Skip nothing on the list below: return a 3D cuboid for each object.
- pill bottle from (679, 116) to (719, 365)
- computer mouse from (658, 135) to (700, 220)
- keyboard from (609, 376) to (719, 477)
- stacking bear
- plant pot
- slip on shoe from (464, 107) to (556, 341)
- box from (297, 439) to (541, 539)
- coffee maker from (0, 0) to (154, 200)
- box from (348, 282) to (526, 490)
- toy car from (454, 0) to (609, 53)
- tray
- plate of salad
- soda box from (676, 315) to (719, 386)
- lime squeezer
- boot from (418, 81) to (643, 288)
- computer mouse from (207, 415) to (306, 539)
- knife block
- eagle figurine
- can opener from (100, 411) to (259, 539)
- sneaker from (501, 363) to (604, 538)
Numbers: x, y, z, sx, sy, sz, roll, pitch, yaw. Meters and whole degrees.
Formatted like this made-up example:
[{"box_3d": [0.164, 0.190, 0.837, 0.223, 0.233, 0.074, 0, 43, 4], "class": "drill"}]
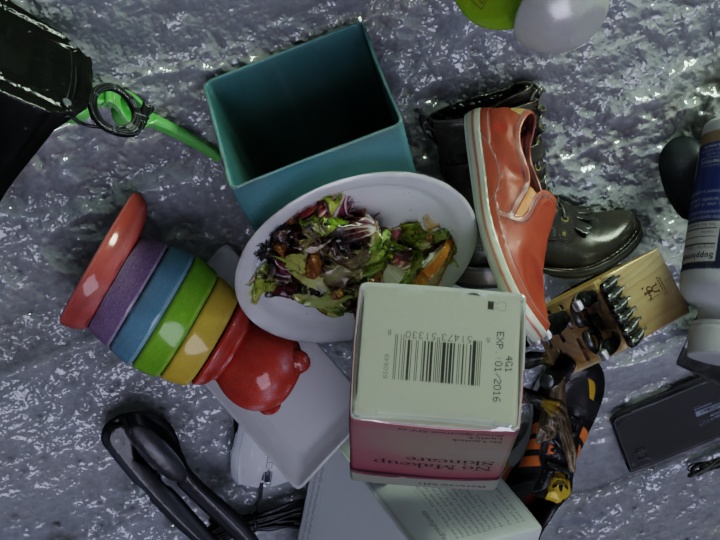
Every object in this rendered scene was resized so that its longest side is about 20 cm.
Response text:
[{"box_3d": [0.328, -0.021, 1.372, 0.110, 0.111, 0.201, 13, 81, -20], "class": "pill bottle"}, {"box_3d": [0.327, -0.030, 1.450, 0.059, 0.034, 0.200, -34, 90, 21], "class": "computer mouse"}, {"box_3d": [0.357, 0.152, 1.651, 0.199, 0.021, 0.128, -22, 120, 4], "class": "keyboard"}, {"box_3d": [-0.139, 0.046, 1.371, 0.199, 0.114, 0.122, 30, 115, -7], "class": "stacking bear"}, {"box_3d": [-0.022, -0.065, 1.348, 0.141, 0.142, 0.200, -20, 133, 2], "class": "plant pot"}, {"box_3d": [0.128, -0.042, 1.314, 0.061, 0.201, 0.074, -13, 160, 13], "class": "slip on shoe"}, {"box_3d": [0.045, 0.264, 1.532, 0.130, 0.200, 0.200, -9, 127, -30], "class": "box"}, {"box_3d": [-0.298, -0.091, 1.249, 0.192, 0.135, 0.200, 38, 123, -5], "class": "coffee maker"}, {"box_3d": [0.056, 0.095, 1.280, 0.127, 0.110, 0.200, 4, 160, 2], "class": "box"}, {"box_3d": [0.153, -0.271, 1.249, 0.150, 0.175, 0.200, -6, 135, -55], "class": "toy car"}, {"box_3d": [-0.083, 0.082, 1.434, 0.200, 0.022, 0.107, 47, 111, 13], "class": "tray"}, {"box_3d": [0.000, 0.000, 1.291, 0.199, 0.048, 0.201, -12, 142, -9], "class": "plate of salad"}, {"box_3d": [0.364, 0.011, 1.513, 0.071, 0.063, 0.201, 27, 120, 14], "class": "soda box"}, {"box_3d": [-0.206, -0.118, 1.328, 0.199, 0.038, 0.071, 2, 124, -15], "class": "lime squeezer"}, {"box_3d": [0.152, -0.079, 1.420, 0.199, 0.069, 0.175, -12, 118, -13], "class": "boot"}, {"box_3d": [-0.091, 0.180, 1.553, 0.109, 0.044, 0.201, -3, 124, -9], "class": "computer mouse"}, {"box_3d": [0.183, 0.052, 1.412, 0.175, 0.200, 0.064, -26, 88, -22], "class": "knife block"}, {"box_3d": [0.094, 0.092, 1.468, 0.199, 0.152, 0.152, 4, 122, -16], "class": "eagle figurine"}, {"box_3d": [-0.167, 0.208, 1.523, 0.063, 0.079, 0.200, -33, 113, 5], "class": "can opener"}, {"box_3d": [0.192, 0.177, 1.586, 0.070, 0.090, 0.201, 11, 121, -20], "class": "sneaker"}]
